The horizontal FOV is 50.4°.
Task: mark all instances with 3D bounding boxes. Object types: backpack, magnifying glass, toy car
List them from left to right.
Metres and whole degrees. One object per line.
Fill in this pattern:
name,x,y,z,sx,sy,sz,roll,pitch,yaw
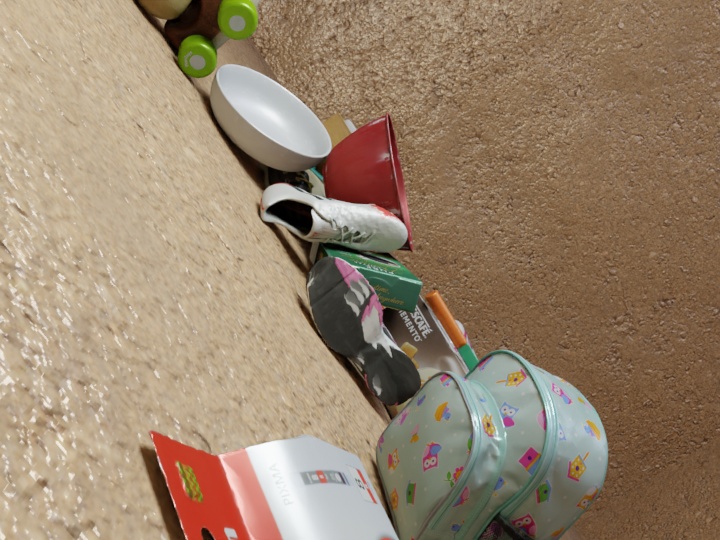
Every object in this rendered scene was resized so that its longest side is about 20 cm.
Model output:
toy car,-0.252,-0.402,1.061,0.200,0.157,0.165,39,25,-34
magnifying glass,0.144,0.117,1.015,0.201,0.022,0.080,61,2,-5
backpack,0.116,0.173,0.696,0.153,0.200,0.176,36,16,-24

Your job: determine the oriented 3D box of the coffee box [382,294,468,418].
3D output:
coffee box,0.083,0.142,1.006,0.201,0.114,0.080,61,7,33

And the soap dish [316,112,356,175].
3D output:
soap dish,-0.041,-0.165,1.431,0.201,0.080,0.158,100,-30,-46

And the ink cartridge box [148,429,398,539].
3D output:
ink cartridge box,-0.017,0.159,0.404,0.163,0.050,0.200,60,3,30

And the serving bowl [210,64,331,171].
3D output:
serving bowl,-0.140,-0.211,1.123,0.199,0.066,0.201,32,27,-18

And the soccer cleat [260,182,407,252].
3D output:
soccer cleat,-0.036,-0.060,0.987,0.198,0.069,0.085,18,23,-3

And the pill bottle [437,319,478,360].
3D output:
pill bottle,0.156,0.193,1.288,0.114,0.112,0.202,-106,171,-71

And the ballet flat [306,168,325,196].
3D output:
ballet flat,-0.106,-0.170,1.370,0.070,0.069,0.200,51,3,-43

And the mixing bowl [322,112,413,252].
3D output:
mixing bowl,0.008,-0.118,1.106,0.200,0.107,0.203,-9,90,-82

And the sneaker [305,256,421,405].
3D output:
sneaker,-0.008,0.071,0.914,0.201,0.080,0.086,62,-10,-21

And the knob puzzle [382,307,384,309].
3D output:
knob puzzle,0.025,0.043,1.229,0.219,0.030,0.221,42,24,-23

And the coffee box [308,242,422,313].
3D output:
coffee box,0.000,0.000,1.024,0.122,0.044,0.200,15,9,-14

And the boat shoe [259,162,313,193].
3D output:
boat shoe,-0.106,-0.133,1.162,0.072,0.060,0.202,50,8,-37
